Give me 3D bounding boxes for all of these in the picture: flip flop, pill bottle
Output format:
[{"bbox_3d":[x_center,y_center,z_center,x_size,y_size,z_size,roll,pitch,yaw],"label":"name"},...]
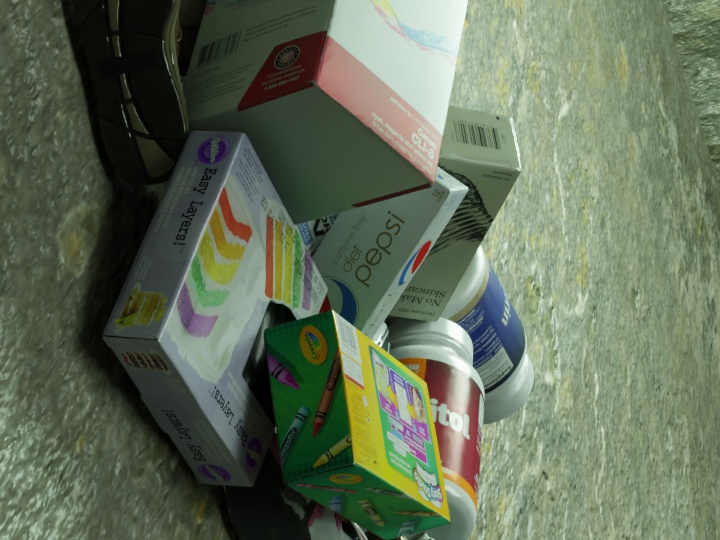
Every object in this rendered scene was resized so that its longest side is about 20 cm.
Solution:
[{"bbox_3d":[-0.157,-0.161,1.478,0.058,0.081,0.200,-52,134,-84],"label":"flip flop"},{"bbox_3d":[0.050,0.140,1.795,0.200,0.113,0.113,-83,153,-43],"label":"pill bottle"},{"bbox_3d":[0.090,0.055,1.945,0.200,0.116,0.116,59,27,-48],"label":"pill bottle"}]

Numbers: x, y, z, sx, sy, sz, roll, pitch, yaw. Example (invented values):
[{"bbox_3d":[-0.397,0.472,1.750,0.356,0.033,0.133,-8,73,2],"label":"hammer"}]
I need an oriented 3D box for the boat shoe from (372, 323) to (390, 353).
[{"bbox_3d":[0.003,0.120,1.708,0.068,0.072,0.200,28,39,-8],"label":"boat shoe"}]

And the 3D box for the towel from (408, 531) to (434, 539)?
[{"bbox_3d":[0.032,0.321,1.561,0.200,0.171,0.048,62,-14,-11],"label":"towel"}]

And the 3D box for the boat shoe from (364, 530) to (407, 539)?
[{"bbox_3d":[0.010,0.309,1.656,0.075,0.075,0.203,50,46,-50],"label":"boat shoe"}]

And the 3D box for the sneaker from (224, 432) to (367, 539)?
[{"bbox_3d":[-0.047,0.197,1.590,0.200,0.080,0.086,60,-2,-28],"label":"sneaker"}]

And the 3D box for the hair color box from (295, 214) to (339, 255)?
[{"bbox_3d":[-0.051,-0.084,1.662,0.200,0.064,0.111,-46,120,-52],"label":"hair color box"}]

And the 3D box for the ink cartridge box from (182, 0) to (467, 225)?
[{"bbox_3d":[-0.024,-0.165,1.541,0.145,0.145,0.200,37,52,-38],"label":"ink cartridge box"}]

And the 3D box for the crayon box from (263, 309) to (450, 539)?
[{"bbox_3d":[0.000,0.119,1.532,0.200,0.058,0.119,41,36,-60],"label":"crayon box"}]

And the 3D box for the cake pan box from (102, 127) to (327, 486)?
[{"bbox_3d":[-0.098,0.031,1.476,0.184,0.052,0.200,-67,150,-32],"label":"cake pan box"}]

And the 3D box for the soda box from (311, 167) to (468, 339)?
[{"bbox_3d":[0.000,0.000,1.631,0.068,0.200,0.064,35,12,11],"label":"soda box"}]

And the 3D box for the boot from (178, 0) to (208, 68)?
[{"bbox_3d":[-0.106,-0.232,1.636,0.200,0.070,0.146,-4,85,-63],"label":"boot"}]

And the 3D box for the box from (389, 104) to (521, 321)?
[{"bbox_3d":[0.062,-0.047,1.766,0.200,0.082,0.068,115,-24,-44],"label":"box"}]
